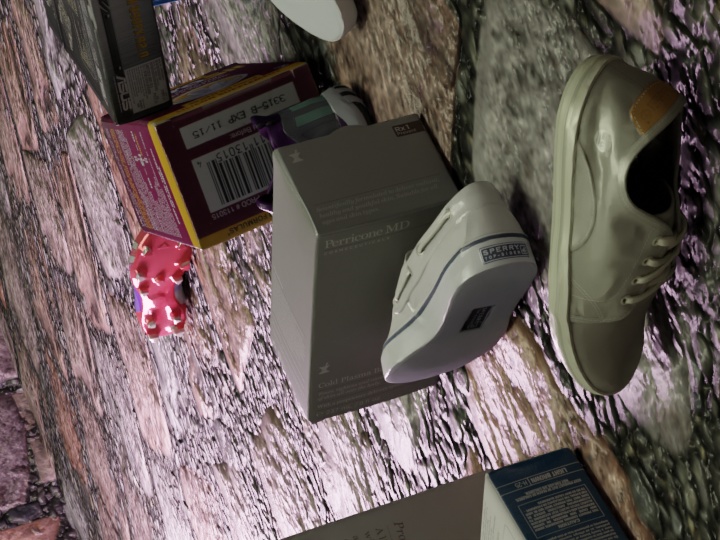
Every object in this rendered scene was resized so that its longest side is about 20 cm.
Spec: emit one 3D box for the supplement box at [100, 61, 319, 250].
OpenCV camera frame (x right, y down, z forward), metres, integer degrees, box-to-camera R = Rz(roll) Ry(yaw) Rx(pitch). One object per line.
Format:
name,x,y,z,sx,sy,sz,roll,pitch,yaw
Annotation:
supplement box,-0.106,-0.092,1.614,0.104,0.130,0.200,69,164,-11

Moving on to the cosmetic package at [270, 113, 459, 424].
cosmetic package,0.000,0.000,1.405,0.201,0.106,0.091,93,156,-53

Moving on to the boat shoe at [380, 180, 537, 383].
boat shoe,0.057,0.009,1.305,0.200,0.073,0.066,127,131,-58

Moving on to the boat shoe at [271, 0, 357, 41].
boat shoe,-0.058,-0.250,1.443,0.200,0.068,0.072,50,152,6

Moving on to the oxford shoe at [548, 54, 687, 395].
oxford shoe,0.131,-0.013,1.035,0.057,0.075,0.201,19,134,26

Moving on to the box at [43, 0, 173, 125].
box,-0.199,-0.229,1.519,0.159,0.048,0.201,-126,21,-46

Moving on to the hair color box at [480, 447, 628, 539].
hair color box,0.136,0.211,1.218,0.101,0.060,0.201,90,158,-44

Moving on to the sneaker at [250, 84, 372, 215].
sneaker,-0.032,-0.032,1.512,0.074,0.087,0.202,-136,34,-60

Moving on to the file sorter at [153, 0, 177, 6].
file sorter,-0.136,-0.277,1.577,0.200,0.122,0.140,178,77,-74

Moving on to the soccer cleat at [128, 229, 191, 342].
soccer cleat,-0.212,-0.004,2.197,0.201,0.066,0.077,94,160,-55

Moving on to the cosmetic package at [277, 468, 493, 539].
cosmetic package,0.013,0.255,1.425,0.165,0.199,0.166,123,130,-67
